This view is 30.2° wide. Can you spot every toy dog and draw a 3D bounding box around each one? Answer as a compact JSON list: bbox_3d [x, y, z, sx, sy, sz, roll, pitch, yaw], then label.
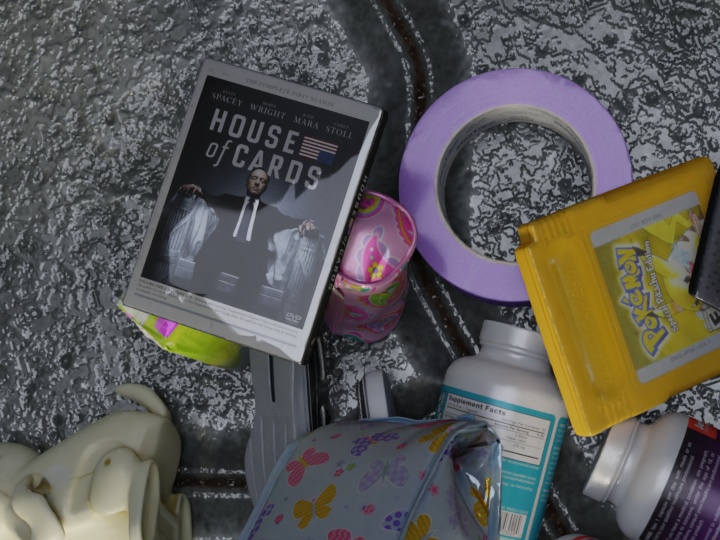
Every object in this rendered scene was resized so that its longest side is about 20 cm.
[{"bbox_3d":[-0.262,0.192,1.165,0.199,0.140,0.195,-7,71,8],"label":"toy dog"}]

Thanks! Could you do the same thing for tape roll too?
[{"bbox_3d":[0.135,-0.070,1.162,0.199,0.066,0.201,-1,84,10],"label":"tape roll"}]

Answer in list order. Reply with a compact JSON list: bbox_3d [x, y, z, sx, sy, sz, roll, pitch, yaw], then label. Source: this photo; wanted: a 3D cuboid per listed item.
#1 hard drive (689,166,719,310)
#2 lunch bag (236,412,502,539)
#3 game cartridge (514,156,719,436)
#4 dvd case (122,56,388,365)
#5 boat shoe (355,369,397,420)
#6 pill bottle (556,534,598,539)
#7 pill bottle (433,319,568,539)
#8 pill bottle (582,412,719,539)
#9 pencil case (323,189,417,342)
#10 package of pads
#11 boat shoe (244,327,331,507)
[{"bbox_3d":[0.368,-0.004,1.091,0.199,0.042,0.136,18,78,-9],"label":"hard drive"},{"bbox_3d":[0.012,0.202,1.033,0.169,0.127,0.201,-6,45,38],"label":"lunch bag"},{"bbox_3d":[0.232,0.018,1.092,0.199,0.032,0.177,-21,94,-26],"label":"game cartridge"},{"bbox_3d":[-0.079,-0.046,1.008,0.150,0.025,0.201,17,87,12],"label":"dvd case"},{"bbox_3d":[0.005,0.189,1.160,0.066,0.070,0.201,-6,91,7],"label":"boat shoe"},{"bbox_3d":[0.230,0.282,1.040,0.199,0.112,0.113,10,85,42],"label":"pill bottle"},{"bbox_3d":[0.112,0.147,1.122,0.110,0.111,0.201,15,87,10],"label":"pill bottle"},{"bbox_3d":[0.288,0.188,1.089,0.199,0.112,0.113,24,89,10],"label":"pill bottle"},{"bbox_3d":[0.000,0.000,1.107,0.087,0.200,0.088,0,75,-1],"label":"pencil case"},{"bbox_3d":[-0.106,0.006,1.123,0.068,0.200,0.155,39,92,17],"label":"package of pads"},{"bbox_3d":[-0.053,0.132,1.167,0.072,0.071,0.201,16,112,36],"label":"boat shoe"}]
